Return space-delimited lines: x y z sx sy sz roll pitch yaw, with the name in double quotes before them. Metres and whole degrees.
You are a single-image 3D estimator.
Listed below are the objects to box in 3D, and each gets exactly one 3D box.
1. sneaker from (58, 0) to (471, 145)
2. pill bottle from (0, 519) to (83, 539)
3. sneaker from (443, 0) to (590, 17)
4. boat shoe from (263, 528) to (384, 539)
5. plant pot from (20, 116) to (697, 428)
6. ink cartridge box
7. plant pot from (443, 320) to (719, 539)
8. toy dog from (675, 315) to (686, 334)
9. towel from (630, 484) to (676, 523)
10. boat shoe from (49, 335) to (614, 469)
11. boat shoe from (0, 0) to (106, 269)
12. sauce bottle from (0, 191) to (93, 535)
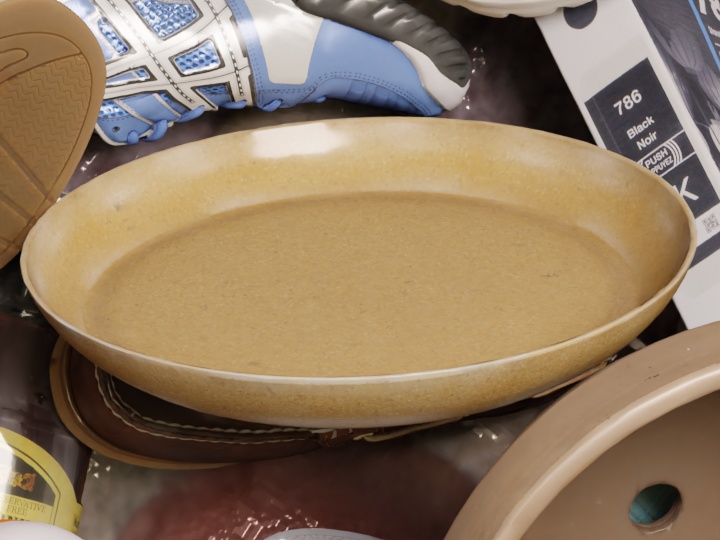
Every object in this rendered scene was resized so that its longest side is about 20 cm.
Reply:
"sneaker" -0.060 -0.078 0.825 0.199 0.076 0.077 13 96 -12
"pill bottle" -0.167 0.125 0.688 0.113 0.199 0.114 9 80 -61
"sneaker" 0.006 -0.134 0.790 0.199 0.085 0.075 12 81 26
"boat shoe" 0.035 0.153 0.812 0.199 0.071 0.072 29 56 -15
"plant pot" 0.000 0.000 0.729 0.199 0.200 0.028 -11 114 -18
"ink cartridge box" 0.111 -0.051 0.821 0.099 0.039 0.201 11 48 -53
"plant pot" 0.102 0.090 0.719 0.200 0.093 0.202 -7 119 -13
"toy dog" 0.201 -0.028 0.881 0.096 0.131 0.201 17 84 -46
"towel" 0.150 0.139 0.809 0.200 0.022 0.147 46 70 -6
"boat shoe" 0.000 0.021 0.796 0.199 0.070 0.071 -9 86 -34
"boat shoe" -0.162 -0.011 0.763 0.200 0.064 0.071 -48 120 -7
"sauce bottle" -0.121 0.073 0.781 0.066 0.066 0.201 12 78 -15
